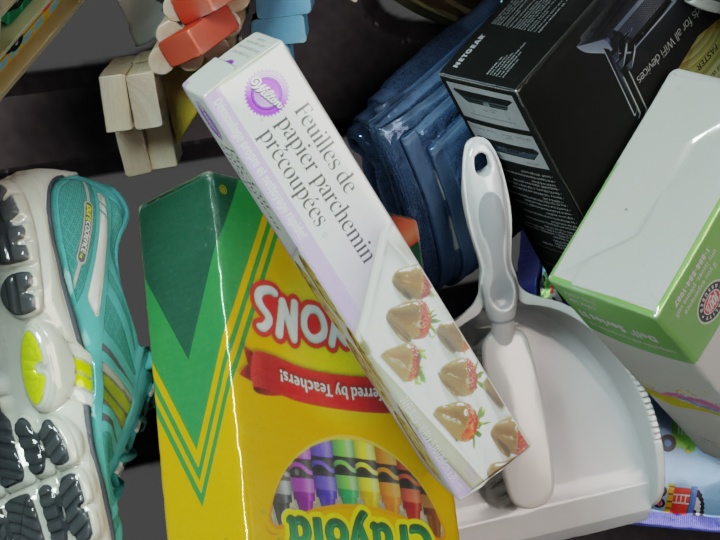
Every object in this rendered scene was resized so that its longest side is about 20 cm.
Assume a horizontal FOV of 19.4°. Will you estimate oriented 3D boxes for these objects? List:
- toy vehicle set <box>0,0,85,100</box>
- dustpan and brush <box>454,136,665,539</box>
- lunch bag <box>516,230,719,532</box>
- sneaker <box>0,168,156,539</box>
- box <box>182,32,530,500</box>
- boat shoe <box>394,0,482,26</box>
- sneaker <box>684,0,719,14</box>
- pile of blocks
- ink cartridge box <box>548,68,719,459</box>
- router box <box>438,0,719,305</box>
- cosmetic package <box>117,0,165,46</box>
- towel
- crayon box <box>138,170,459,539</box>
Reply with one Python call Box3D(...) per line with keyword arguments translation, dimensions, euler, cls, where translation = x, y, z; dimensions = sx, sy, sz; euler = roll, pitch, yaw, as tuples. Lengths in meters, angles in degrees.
Box3D(translation=(-0.166, -0.074, 0.791), dimensions=(0.026, 0.124, 0.201), euler=(34, 65, 4), cls="toy vehicle set")
Box3D(translation=(0.064, 0.037, 0.947), dimensions=(0.138, 0.057, 0.202), euler=(-12, 99, -9), cls="dustpan and brush")
Box3D(translation=(0.153, 0.051, 1.040), dimensions=(0.198, 0.094, 0.152), euler=(8, 84, -23), cls="lunch bag")
Box3D(translation=(-0.111, 0.058, 0.853), dimensions=(0.079, 0.077, 0.202), euler=(-7, 91, -44), cls="sneaker")
Box3D(translation=(0.000, 0.000, 0.834), dimensions=(0.039, 0.041, 0.201), euler=(-35, 110, -9), cls="box")
Box3D(translation=(0.027, -0.176, 0.967), dimensions=(0.200, 0.063, 0.074), euler=(37, 66, -32), cls="boat shoe")
Box3D(translation=(0.200, -0.125, 0.908), dimensions=(0.200, 0.091, 0.078), euler=(34, 78, -42), cls="sneaker")
Box3D(translation=(-0.040, -0.116, 0.836), dimensions=(0.082, 0.062, 0.201), euler=(27, 105, -6), cls="pile of blocks")
Box3D(translation=(0.180, 0.017, 0.951), dimensions=(0.200, 0.067, 0.118), euler=(45, 72, -41), cls="ink cartridge box")
Box3D(translation=(0.142, -0.095, 0.964), dimensions=(0.200, 0.052, 0.158), euler=(-48, 129, -21), cls="router box")
Box3D(translation=(-0.034, -0.204, 0.868), dimensions=(0.199, 0.052, 0.152), euler=(-23, 101, 7), cls="cosmetic package")
Box3D(translation=(0.081, -0.082, 0.989), dimensions=(0.200, 0.048, 0.112), euler=(-43, 136, -26), cls="towel")
Box3D(translation=(-0.022, 0.069, 0.871), dimensions=(0.126, 0.051, 0.202), euler=(11, 66, -45), cls="crayon box")
